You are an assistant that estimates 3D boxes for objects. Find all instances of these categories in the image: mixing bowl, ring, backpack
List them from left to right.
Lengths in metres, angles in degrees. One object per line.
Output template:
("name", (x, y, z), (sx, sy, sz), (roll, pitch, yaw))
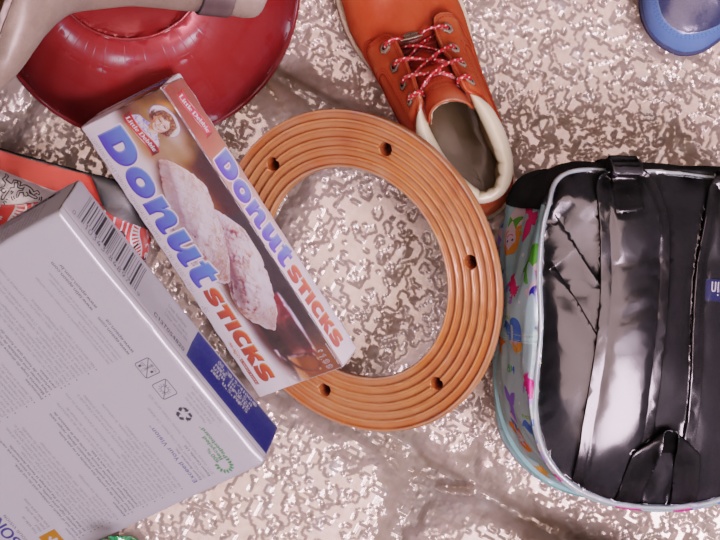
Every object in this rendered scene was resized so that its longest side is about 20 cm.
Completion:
("mixing bowl", (-0.136, -0.180, 1.284), (0.199, 0.108, 0.201), (0, 91, 0))
("ring", (0.000, 0.000, 1.283), (0.200, 0.019, 0.201), (11, 111, 31))
("backpack", (0.163, 0.041, 1.265), (0.177, 0.151, 0.201), (2, 85, -15))

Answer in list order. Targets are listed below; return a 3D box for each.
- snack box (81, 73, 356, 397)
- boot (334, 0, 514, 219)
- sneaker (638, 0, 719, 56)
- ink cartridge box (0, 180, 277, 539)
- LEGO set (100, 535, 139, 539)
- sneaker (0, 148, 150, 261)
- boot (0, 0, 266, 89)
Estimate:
("snack box", (-0.083, -0.019, 1.277), (0.072, 0.024, 0.200), (-21, 108, 38))
("boot", (0.042, -0.125, 1.290), (0.075, 0.107, 0.201), (-25, 89, 1))
("sneaker", (0.242, -0.220, 1.305), (0.074, 0.082, 0.200), (37, 91, -3))
("ink cartridge box", (-0.183, 0.069, 1.273), (0.199, 0.041, 0.200), (-27, 111, 27))
("LEGO set", (-0.158, 0.265, 1.272), (0.153, 0.116, 0.201), (-13, 96, -2))
("sneaker", (-0.231, -0.021, 1.302), (0.200, 0.067, 0.108), (15, 88, -4))
("boot", (-0.121, -0.172, 1.183), (0.146, 0.070, 0.201), (20, 81, -23))
